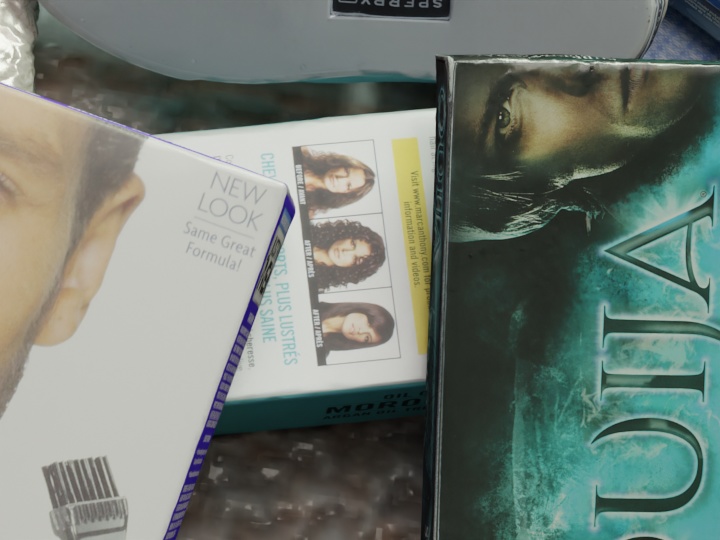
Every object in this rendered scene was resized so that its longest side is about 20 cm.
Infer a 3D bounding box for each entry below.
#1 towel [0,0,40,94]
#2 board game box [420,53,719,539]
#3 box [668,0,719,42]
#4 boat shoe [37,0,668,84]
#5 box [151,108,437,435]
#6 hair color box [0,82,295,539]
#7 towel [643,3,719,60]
[{"bbox_3d":[-0.162,-0.120,0.875,0.132,0.034,0.200,2,63,-7],"label":"towel"},{"bbox_3d":[0.084,0.041,0.776,0.135,0.028,0.200,1,96,-7],"label":"board game box"},{"bbox_3d":[0.157,-0.151,0.915,0.137,0.040,0.200,38,55,8],"label":"box"},{"bbox_3d":[-0.004,-0.093,0.846,0.200,0.070,0.071,6,102,13],"label":"boat shoe"},{"bbox_3d":[0.000,0.000,0.812,0.200,0.049,0.082,-5,77,-6],"label":"box"},{"bbox_3d":[-0.101,0.055,0.738,0.109,0.065,0.200,19,85,1],"label":"hair color box"},{"bbox_3d":[0.126,-0.059,0.892,0.200,0.024,0.147,37,62,8],"label":"towel"}]
